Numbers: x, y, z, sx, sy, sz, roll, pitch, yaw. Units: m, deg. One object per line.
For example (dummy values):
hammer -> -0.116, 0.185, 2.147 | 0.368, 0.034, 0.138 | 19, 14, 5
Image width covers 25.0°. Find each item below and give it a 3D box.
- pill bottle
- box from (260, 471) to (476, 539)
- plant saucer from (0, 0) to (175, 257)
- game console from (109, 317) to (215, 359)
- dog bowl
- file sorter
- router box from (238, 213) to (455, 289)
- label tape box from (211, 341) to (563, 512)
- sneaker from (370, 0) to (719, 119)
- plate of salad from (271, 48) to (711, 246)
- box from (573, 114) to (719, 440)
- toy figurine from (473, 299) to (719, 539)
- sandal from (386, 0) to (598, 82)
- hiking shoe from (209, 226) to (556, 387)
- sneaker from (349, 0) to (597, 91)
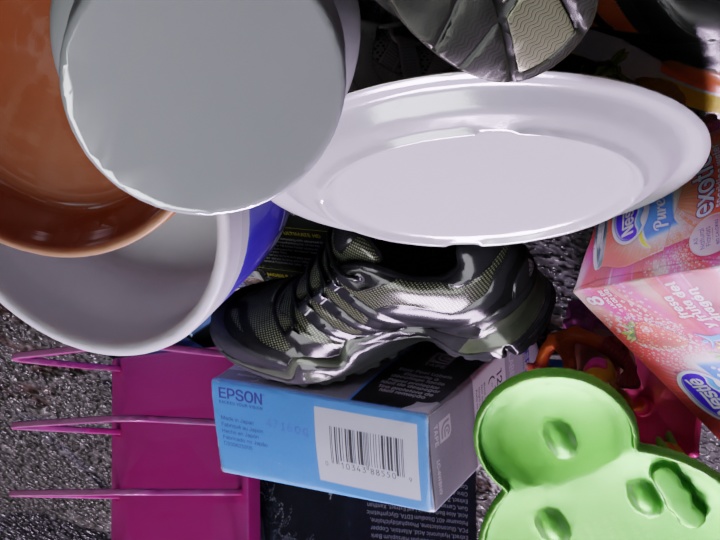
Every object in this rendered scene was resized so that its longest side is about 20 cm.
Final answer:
pill bottle -> -0.058, -0.102, 0.617 | 0.113, 0.200, 0.115 | -2, 115, -4
box -> -0.021, 0.199, 1.138 | 0.117, 0.202, 0.196 | 11, 160, -35
plant saucer -> -0.149, -0.107, 0.778 | 0.199, 0.032, 0.202 | 7, 110, 21
game console -> -0.154, 0.019, 1.141 | 0.199, 0.031, 0.177 | 34, 149, -18
dog bowl -> -0.137, -0.060, 0.871 | 0.199, 0.079, 0.201 | 14, 122, 23
file sorter -> -0.159, 0.151, 1.095 | 0.138, 0.202, 0.125 | -8, 169, 39
router box -> -0.026, -0.036, 0.937 | 0.199, 0.051, 0.150 | 7, 144, 26
label tape box -> 0.025, 0.063, 0.971 | 0.142, 0.200, 0.067 | 6, 115, 30
sneaker -> 0.095, -0.135, 0.684 | 0.199, 0.070, 0.090 | 18, 145, 1
plate of salad -> 0.051, -0.054, 0.708 | 0.198, 0.048, 0.200 | -2, 163, 0
box -> 0.210, 0.020, 0.814 | 0.094, 0.103, 0.200 | -11, 137, 45
toy figurine -> 0.134, 0.086, 0.903 | 0.149, 0.184, 0.201 | -22, 115, 20
sandal -> 0.016, -0.157, 0.575 | 0.080, 0.057, 0.201 | -35, 104, 23
hiking shoe -> 0.000, 0.000, 0.867 | 0.199, 0.076, 0.101 | -9, 129, 23
sneaker -> 0.049, -0.109, 0.767 | 0.199, 0.075, 0.082 | 18, 137, -3
